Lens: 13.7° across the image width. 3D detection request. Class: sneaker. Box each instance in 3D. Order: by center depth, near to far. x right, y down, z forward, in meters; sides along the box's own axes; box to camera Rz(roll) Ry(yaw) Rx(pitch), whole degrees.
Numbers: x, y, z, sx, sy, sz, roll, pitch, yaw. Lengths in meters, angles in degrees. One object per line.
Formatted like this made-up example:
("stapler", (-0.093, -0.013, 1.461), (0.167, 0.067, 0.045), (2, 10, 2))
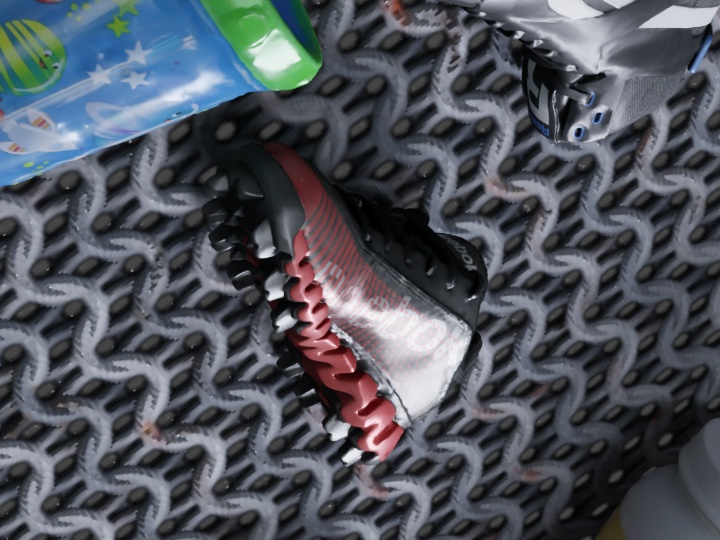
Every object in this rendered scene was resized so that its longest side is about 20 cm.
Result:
("sneaker", (0.072, -0.099, 1.213), (0.199, 0.073, 0.112), (-6, 130, -34))
("sneaker", (0.000, 0.000, 1.256), (0.098, 0.071, 0.201), (-33, 142, -5))

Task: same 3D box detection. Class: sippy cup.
("sippy cup", (-0.101, -0.099, 1.050), (0.130, 0.140, 0.178), (-29, 129, 6))

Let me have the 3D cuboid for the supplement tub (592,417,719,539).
("supplement tub", (0.166, 0.189, 1.503), (0.145, 0.145, 0.200), (13, 119, -43))
